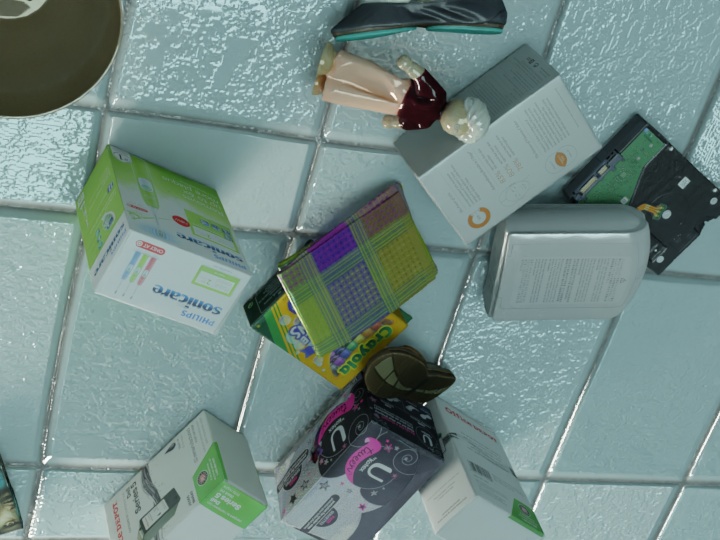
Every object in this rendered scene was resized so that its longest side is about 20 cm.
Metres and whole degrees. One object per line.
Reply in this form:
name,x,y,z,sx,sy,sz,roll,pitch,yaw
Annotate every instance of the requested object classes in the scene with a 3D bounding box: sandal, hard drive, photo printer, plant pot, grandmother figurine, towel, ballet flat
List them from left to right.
plant pot,-0.338,-0.264,1.197,0.200,0.135,0.201,-9,123,-14
towel,0.000,0.000,1.504,0.200,0.023,0.144,-37,119,-20
grandmother figurine,0.048,-0.190,1.381,0.200,0.061,0.121,18,161,-1
sandal,0.061,0.127,1.621,0.082,0.055,0.200,-37,153,20
ballet flat,0.064,-0.291,1.370,0.200,0.073,0.073,-5,123,-9
photo printer,0.267,-0.010,1.586,0.200,0.070,0.167,-1,132,-6
hard drive,0.374,-0.096,1.614,0.200,0.038,0.140,33,106,-34

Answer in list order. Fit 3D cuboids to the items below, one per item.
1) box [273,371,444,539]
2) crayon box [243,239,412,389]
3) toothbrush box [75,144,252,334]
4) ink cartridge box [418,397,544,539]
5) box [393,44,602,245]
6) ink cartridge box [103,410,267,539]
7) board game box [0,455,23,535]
box,-0.005,0.259,1.648,0.132,0.115,0.200,31,111,-25
crayon box,-0.032,0.065,1.568,0.126,0.052,0.200,-45,125,12
toothbrush box,-0.218,-0.036,1.347,0.145,0.200,0.086,23,112,-29
ink cartridge box,0.146,0.287,1.683,0.146,0.200,0.084,35,109,-32
box,0.162,-0.149,1.469,0.200,0.098,0.124,-36,126,5
ink cartridge box,-0.228,0.305,1.595,0.200,0.146,0.084,-44,125,11
board game box,-0.538,0.297,1.555,0.200,0.028,0.135,-14,124,-10
